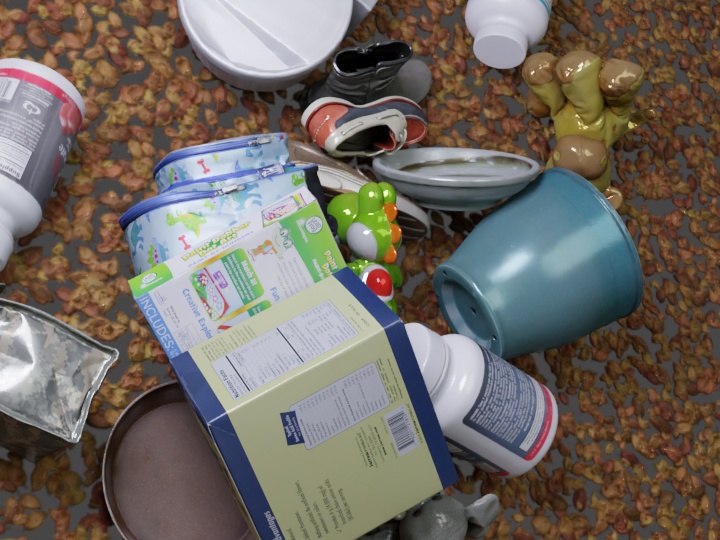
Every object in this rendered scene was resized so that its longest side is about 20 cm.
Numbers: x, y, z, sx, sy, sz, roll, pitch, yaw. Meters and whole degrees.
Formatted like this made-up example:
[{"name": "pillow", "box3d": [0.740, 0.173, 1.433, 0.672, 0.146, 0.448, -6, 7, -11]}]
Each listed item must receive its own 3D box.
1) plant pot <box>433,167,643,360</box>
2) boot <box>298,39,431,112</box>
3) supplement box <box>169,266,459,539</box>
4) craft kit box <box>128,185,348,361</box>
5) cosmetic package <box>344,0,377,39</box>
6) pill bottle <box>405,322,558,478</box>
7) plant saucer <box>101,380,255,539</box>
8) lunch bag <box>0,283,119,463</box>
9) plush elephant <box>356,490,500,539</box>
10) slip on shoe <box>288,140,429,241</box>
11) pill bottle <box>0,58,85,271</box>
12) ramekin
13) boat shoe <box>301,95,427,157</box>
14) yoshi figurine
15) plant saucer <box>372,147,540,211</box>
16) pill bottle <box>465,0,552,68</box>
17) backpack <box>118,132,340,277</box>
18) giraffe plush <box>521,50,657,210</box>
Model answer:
[{"name": "plant pot", "box3d": [0.196, 0.011, 1.523, 0.187, 0.200, 0.201, -30, 87, -19]}, {"name": "boot", "box3d": [0.031, -0.233, 1.551, 0.199, 0.131, 0.068, -19, 80, -34]}, {"name": "supplement box", "box3d": [-0.043, 0.144, 1.235, 0.199, 0.134, 0.201, -27, 119, -11]}, {"name": "craft kit box", "box3d": [-0.097, 0.048, 1.278, 0.197, 0.049, 0.201, -27, 121, -5]}, {"name": "cosmetic package", "box3d": [-0.060, -0.396, 1.597, 0.200, 0.081, 0.113, 37, 58, -13]}, {"name": "pill bottle", "box3d": [0.113, 0.140, 1.432, 0.199, 0.119, 0.120, 32, 57, -32]}, {"name": "plant saucer", "box3d": [-0.172, 0.213, 1.322, 0.199, 0.034, 0.202, 11, 66, -26]}, {"name": "lunch bag", "box3d": [-0.348, 0.084, 1.195, 0.199, 0.164, 0.118, 29, 65, -17]}, {"name": "plush elephant", "box3d": [0.048, 0.254, 1.354, 0.164, 0.155, 0.201, -30, 86, -34]}, {"name": "slip on shoe", "box3d": [-0.007, -0.093, 1.515, 0.199, 0.076, 0.061, 17, 58, -15]}, {"name": "pill bottle", "box3d": [-0.359, -0.102, 1.294, 0.110, 0.111, 0.201, 26, 61, -18]}, {"name": "ramekin", "box3d": [-0.114, -0.300, 1.494, 0.201, 0.094, 0.204, 3, 76, -11]}, {"name": "boat shoe", "box3d": [0.017, -0.164, 1.527, 0.199, 0.071, 0.063, -4, 43, -49]}, {"name": "yoshi figurine", "box3d": [-0.004, -0.003, 1.453, 0.111, 0.112, 0.202, 9, 98, 11]}, {"name": "plant saucer", "box3d": [0.113, -0.106, 1.535, 0.199, 0.200, 0.051, -9, 108, -31]}, {"name": "pill bottle", "box3d": [0.200, -0.367, 1.711, 0.110, 0.111, 0.201, 25, 61, -19]}, {"name": "backpack", "box3d": [-0.149, -0.055, 1.351, 0.199, 0.183, 0.148, -15, 85, -21]}, {"name": "giraffe plush", "box3d": [0.283, -0.168, 1.676, 0.200, 0.172, 0.163, 41, 61, -51]}]
